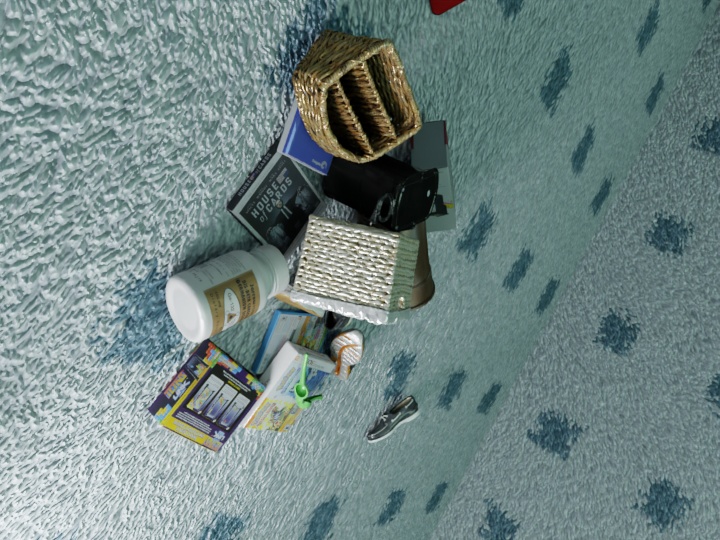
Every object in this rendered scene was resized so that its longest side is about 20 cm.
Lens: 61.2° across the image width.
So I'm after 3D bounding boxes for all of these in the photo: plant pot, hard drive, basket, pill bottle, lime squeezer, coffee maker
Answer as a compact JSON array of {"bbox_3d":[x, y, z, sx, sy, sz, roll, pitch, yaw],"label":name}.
[{"bbox_3d":[0.070,-0.045,1.341,0.198,0.197,0.203,-31,131,-37],"label":"plant pot"},{"bbox_3d":[-0.068,-0.286,1.074,0.131,0.025,0.206,16,95,-58],"label":"hard drive"},{"bbox_3d":[0.000,0.000,1.145,0.198,0.194,0.166,5,98,-73],"label":"basket"},{"bbox_3d":[-0.221,0.030,1.043,0.198,0.113,0.117,-28,136,-41],"label":"pill bottle"},{"bbox_3d":[-0.006,-0.272,1.013,0.145,0.146,0.201,-56,146,-17],"label":"basket"},{"bbox_3d":[-0.115,0.261,1.335,0.070,0.037,0.203,-39,147,-21],"label":"lime squeezer"},{"bbox_3d":[0.023,-0.170,1.153,0.190,0.197,0.138,6,109,-56],"label":"coffee maker"}]

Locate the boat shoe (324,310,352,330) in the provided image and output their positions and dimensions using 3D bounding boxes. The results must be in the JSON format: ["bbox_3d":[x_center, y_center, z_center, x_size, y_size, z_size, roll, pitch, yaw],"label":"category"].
[{"bbox_3d":[-0.042,0.056,1.325,0.065,0.075,0.202,-27,152,-39],"label":"boat shoe"}]

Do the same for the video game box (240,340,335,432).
[{"bbox_3d":[-0.163,0.263,1.353,0.202,0.047,0.181,-54,148,3],"label":"video game box"}]

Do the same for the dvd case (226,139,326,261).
[{"bbox_3d":[-0.147,-0.117,1.117,0.152,0.024,0.201,-55,148,-11],"label":"dvd case"}]

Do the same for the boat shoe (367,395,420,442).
[{"bbox_3d":[0.095,0.460,1.889,0.197,0.075,0.062,-29,100,-27],"label":"boat shoe"}]

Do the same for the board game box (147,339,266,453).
[{"bbox_3d":[-0.288,0.246,1.175,0.166,0.056,0.201,-50,147,-13],"label":"board game box"}]

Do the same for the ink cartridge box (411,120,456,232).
[{"bbox_3d":[0.167,-0.209,1.376,0.202,0.080,0.149,69,19,-52],"label":"ink cartridge box"}]

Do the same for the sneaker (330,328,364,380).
[{"bbox_3d":[-0.027,0.185,1.449,0.077,0.078,0.201,-48,172,-33],"label":"sneaker"}]

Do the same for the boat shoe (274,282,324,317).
[{"bbox_3d":[-0.117,0.043,1.249,0.071,0.069,0.200,-69,162,-6],"label":"boat shoe"}]

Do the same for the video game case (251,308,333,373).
[{"bbox_3d":[-0.145,0.157,1.345,0.198,0.018,0.147,11,105,-57],"label":"video game case"}]

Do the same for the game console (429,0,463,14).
[{"bbox_3d":[0.186,-0.643,1.183,0.201,0.115,0.177,62,33,-55],"label":"game console"}]
